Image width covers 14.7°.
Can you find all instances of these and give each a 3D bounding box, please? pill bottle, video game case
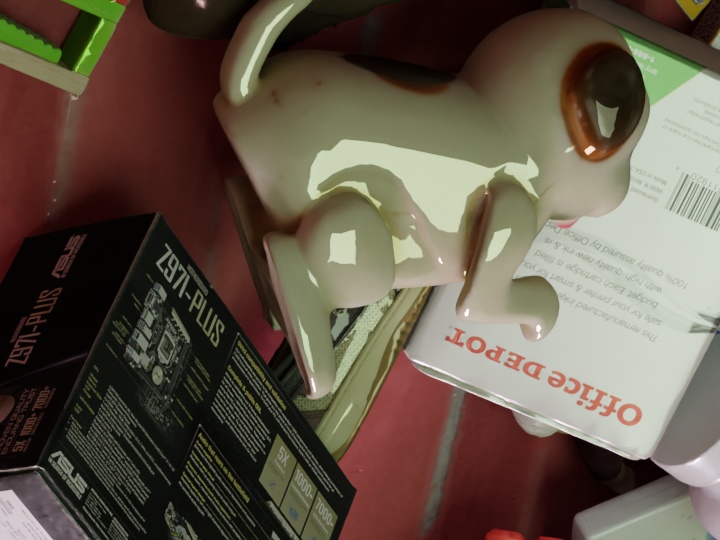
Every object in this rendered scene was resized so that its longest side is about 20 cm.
[{"bbox_3d":[0.250,0.117,1.517,0.200,0.112,0.112,34,95,-28],"label":"pill bottle"},{"bbox_3d":[0.210,0.167,1.637,0.199,0.024,0.183,-20,142,-16],"label":"video game case"}]

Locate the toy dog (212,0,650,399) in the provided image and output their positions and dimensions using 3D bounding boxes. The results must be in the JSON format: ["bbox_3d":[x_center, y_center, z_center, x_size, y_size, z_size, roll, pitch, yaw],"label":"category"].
[{"bbox_3d":[0.038,-0.057,1.311,0.199,0.140,0.195,-17,102,-8],"label":"toy dog"}]

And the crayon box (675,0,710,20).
[{"bbox_3d":[0.191,-0.243,1.404,0.200,0.052,0.126,-48,131,-2],"label":"crayon box"}]

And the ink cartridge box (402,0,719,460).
[{"bbox_3d":[0.122,-0.026,1.432,0.145,0.084,0.201,24,105,-11],"label":"ink cartridge box"}]

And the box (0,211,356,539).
[{"bbox_3d":[-0.104,0.103,1.318,0.200,0.086,0.164,56,39,-33],"label":"box"}]

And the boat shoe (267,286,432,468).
[{"bbox_3d":[0.000,0.000,1.408,0.066,0.072,0.202,24,92,-11],"label":"boat shoe"}]

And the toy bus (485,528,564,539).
[{"bbox_3d":[0.056,0.237,1.539,0.136,0.199,0.193,16,78,-73],"label":"toy bus"}]

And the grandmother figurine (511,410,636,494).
[{"bbox_3d":[0.164,0.074,1.570,0.199,0.060,0.122,7,104,-39],"label":"grandmother figurine"}]

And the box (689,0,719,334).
[{"bbox_3d":[0.201,-0.052,1.505,0.119,0.041,0.201,30,101,-17],"label":"box"}]

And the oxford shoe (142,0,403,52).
[{"bbox_3d":[-0.020,-0.146,1.322,0.199,0.073,0.085,-6,147,-36],"label":"oxford shoe"}]

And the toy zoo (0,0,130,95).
[{"bbox_3d":[-0.131,-0.188,1.243,0.131,0.020,0.201,22,103,-40],"label":"toy zoo"}]
